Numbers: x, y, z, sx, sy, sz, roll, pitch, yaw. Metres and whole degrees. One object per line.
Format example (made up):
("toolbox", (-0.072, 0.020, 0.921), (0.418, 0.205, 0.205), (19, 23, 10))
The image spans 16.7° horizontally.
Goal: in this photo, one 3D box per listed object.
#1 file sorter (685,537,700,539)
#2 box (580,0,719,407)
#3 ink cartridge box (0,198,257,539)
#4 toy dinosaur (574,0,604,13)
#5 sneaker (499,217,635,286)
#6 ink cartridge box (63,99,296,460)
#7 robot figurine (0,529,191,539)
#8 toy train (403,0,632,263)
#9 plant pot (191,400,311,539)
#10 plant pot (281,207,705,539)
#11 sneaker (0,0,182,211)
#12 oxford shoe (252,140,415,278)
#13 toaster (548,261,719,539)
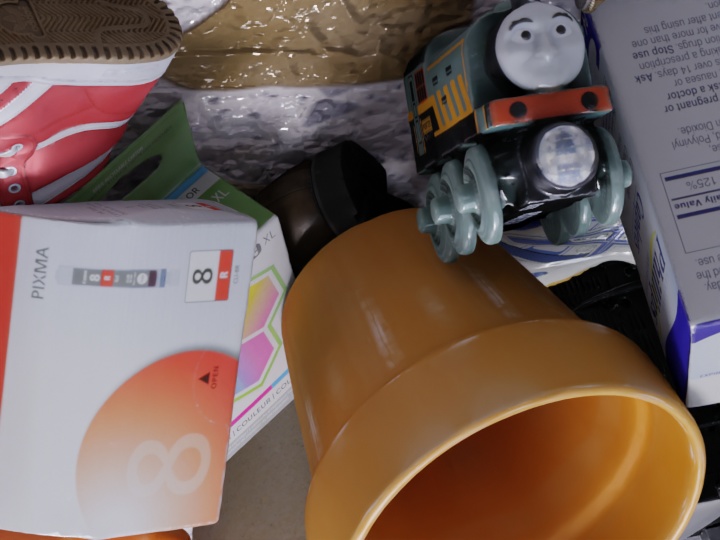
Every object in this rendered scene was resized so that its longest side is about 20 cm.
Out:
("file sorter", (0.266, 0.179, 1.677), (0.139, 0.200, 0.125), (0, 147, -25))
("box", (0.222, -0.054, 1.234), (0.184, 0.200, 0.105), (-12, 152, -3))
("ink cartridge box", (-0.147, 0.049, 1.163), (0.200, 0.050, 0.162), (-5, 110, -42))
("toy dinosaur", (0.109, -0.182, 1.119), (0.106, 0.060, 0.200), (-19, 164, -17))
("sneaker", (0.142, -0.044, 1.342), (0.200, 0.075, 0.088), (-17, 149, 13))
("ink cartridge box", (-0.090, 0.018, 1.289), (0.104, 0.059, 0.200), (-43, 148, -22))
("robot figurine", (-0.203, 0.163, 1.460), (0.200, 0.117, 0.144), (10, 120, 25))
("toy train", (0.069, -0.068, 1.175), (0.085, 0.114, 0.200), (-10, 177, -9))
("plant pot", (-0.028, 0.156, 1.507), (0.200, 0.184, 0.201), (-7, 147, -5))
("plant pot", (0.047, 0.072, 1.266), (0.200, 0.183, 0.200), (-16, 137, -16))
("sneaker", (-0.190, -0.080, 1.128), (0.200, 0.071, 0.113), (1, 139, -30))
("oxford shoe", (0.000, 0.000, 1.376), (0.084, 0.073, 0.200), (-21, 139, 19))
("toaster", (0.159, 0.075, 1.470), (0.181, 0.200, 0.119), (-8, 155, -27))
